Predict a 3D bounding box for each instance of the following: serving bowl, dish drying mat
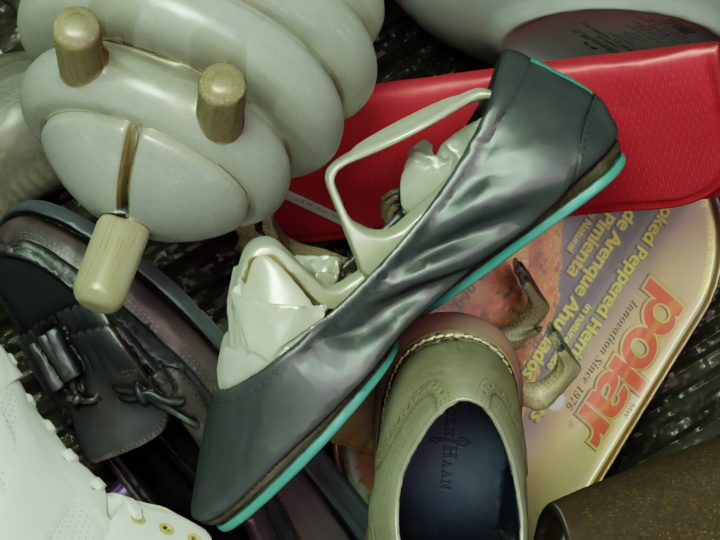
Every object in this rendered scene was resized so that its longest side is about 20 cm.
[{"bbox_3d":[0.094,-0.110,0.751,0.198,0.200,0.066,7,76,-10],"label":"serving bowl"},{"bbox_3d":[0.039,-0.043,0.771,0.198,0.077,0.018,-5,47,17],"label":"dish drying mat"}]

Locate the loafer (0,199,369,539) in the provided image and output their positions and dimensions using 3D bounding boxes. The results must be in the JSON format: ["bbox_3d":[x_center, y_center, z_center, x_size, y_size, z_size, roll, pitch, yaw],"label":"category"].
[{"bbox_3d":[-0.070,0.062,0.768,0.200,0.072,0.063,47,54,-15],"label":"loafer"}]

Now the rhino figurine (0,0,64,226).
[{"bbox_3d":[-0.107,-0.074,0.787,0.199,0.060,0.088,-26,115,-10],"label":"rhino figurine"}]

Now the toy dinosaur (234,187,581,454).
[{"bbox_3d":[0.029,0.042,0.789,0.101,0.058,0.201,-31,104,8],"label":"toy dinosaur"}]

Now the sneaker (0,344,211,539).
[{"bbox_3d":[-0.115,0.078,0.726,0.115,0.074,0.202,6,60,-36],"label":"sneaker"}]

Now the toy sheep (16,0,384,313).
[{"bbox_3d":[-0.055,-0.080,0.701,0.137,0.138,0.201,28,72,-9],"label":"toy sheep"}]

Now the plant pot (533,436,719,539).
[{"bbox_3d":[0.169,0.129,0.777,0.198,0.187,0.189,0,89,-7],"label":"plant pot"}]

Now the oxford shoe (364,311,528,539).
[{"bbox_3d":[0.028,0.121,0.744,0.070,0.074,0.202,-4,107,1],"label":"oxford shoe"}]

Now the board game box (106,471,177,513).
[{"bbox_3d":[-0.115,0.190,0.801,0.120,0.032,0.200,43,82,-3],"label":"board game box"}]

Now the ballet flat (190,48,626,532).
[{"bbox_3d":[0.000,0.000,0.712,0.200,0.073,0.073,-43,96,4],"label":"ballet flat"}]

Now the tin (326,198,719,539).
[{"bbox_3d":[0.065,0.026,0.831,0.112,0.042,0.201,34,84,-4],"label":"tin"}]
